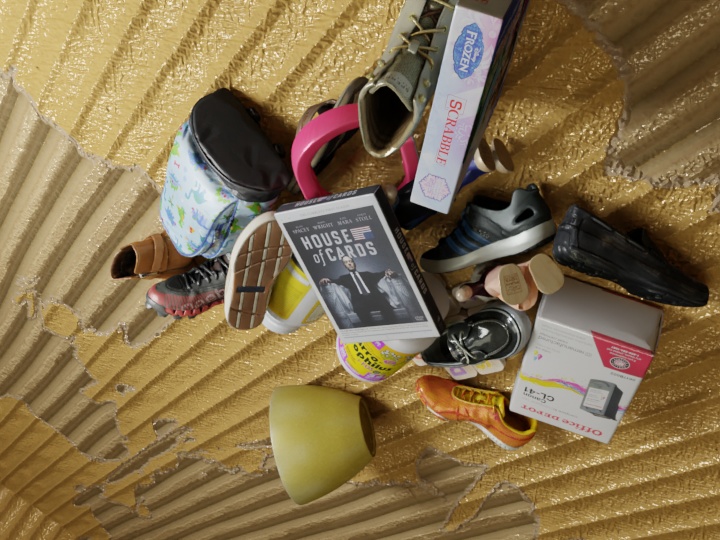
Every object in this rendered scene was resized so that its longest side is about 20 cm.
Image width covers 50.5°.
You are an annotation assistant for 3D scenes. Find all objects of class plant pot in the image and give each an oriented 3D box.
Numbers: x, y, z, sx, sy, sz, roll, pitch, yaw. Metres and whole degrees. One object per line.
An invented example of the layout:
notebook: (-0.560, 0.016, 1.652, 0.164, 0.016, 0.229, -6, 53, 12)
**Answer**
plant pot: (-0.054, 0.280, 1.295, 0.140, 0.201, 0.202, -15, 127, 9)

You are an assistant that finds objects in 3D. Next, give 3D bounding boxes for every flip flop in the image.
flip flop: (-0.050, -0.164, 0.918, 0.058, 0.081, 0.200, 47, 144, 1)

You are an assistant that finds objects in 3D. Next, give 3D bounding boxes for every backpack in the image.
backpack: (-0.187, -0.104, 1.004, 0.164, 0.153, 0.200, 54, 157, 12)

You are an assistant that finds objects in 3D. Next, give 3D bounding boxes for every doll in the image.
doll: (0.075, -0.086, 0.884, 0.199, 0.136, 0.049, -33, 72, 37)

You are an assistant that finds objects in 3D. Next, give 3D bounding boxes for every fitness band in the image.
fitness band: (-0.003, -0.120, 0.881, 0.142, 0.038, 0.200, -14, 154, 5)

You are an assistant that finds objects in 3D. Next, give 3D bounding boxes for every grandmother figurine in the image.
grandmother figurine: (0.169, 0.014, 0.902, 0.119, 0.200, 0.062, -9, 89, -1)

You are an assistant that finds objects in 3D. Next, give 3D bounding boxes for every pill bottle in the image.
pill bottle: (-0.080, 0.009, 1.070, 0.111, 0.113, 0.200, 34, 139, -5)
pill bottle: (0.044, 0.075, 1.040, 0.104, 0.105, 0.200, 33, 147, -5)

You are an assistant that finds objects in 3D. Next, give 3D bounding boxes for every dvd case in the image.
dvd case: (0.000, 0.000, 0.907, 0.149, 0.025, 0.202, -8, 122, 35)

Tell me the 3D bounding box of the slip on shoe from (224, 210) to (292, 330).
slip on shoe: (-0.136, -0.008, 0.995, 0.075, 0.061, 0.201, 3, 135, -18)

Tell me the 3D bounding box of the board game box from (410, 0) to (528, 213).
board game box: (0.110, -0.190, 0.692, 0.041, 0.201, 0.201, 21, 140, 9)

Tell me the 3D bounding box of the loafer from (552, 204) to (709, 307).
loafer: (0.310, -0.013, 0.855, 0.198, 0.071, 0.068, 22, 173, -13)

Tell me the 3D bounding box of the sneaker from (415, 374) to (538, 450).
sneaker: (0.177, 0.200, 1.157, 0.198, 0.073, 0.078, 23, 133, -6)

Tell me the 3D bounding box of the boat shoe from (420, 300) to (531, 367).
boat shoe: (0.147, 0.097, 0.998, 0.073, 0.070, 0.200, 62, 151, 6)

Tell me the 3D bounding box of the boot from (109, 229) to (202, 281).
boot: (-0.302, -0.003, 1.145, 0.200, 0.154, 0.077, -39, 80, 46)

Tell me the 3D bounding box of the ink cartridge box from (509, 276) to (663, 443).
ink cartridge box: (0.286, 0.118, 0.988, 0.146, 0.086, 0.202, 17, 137, 14)

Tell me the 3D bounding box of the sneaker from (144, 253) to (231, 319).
sneaker: (-0.219, 0.013, 1.129, 0.071, 0.198, 0.099, 54, 139, 39)

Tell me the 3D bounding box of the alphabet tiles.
alphabet tiles: (0.122, 0.083, 1.102, 0.194, 0.015, 0.200, -19, 120, 42)

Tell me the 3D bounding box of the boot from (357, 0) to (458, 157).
boot: (0.057, -0.220, 0.726, 0.071, 0.155, 0.201, 24, 139, 6)

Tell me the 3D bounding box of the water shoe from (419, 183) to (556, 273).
water shoe: (0.147, -0.051, 0.927, 0.199, 0.071, 0.080, -16, 92, 45)
